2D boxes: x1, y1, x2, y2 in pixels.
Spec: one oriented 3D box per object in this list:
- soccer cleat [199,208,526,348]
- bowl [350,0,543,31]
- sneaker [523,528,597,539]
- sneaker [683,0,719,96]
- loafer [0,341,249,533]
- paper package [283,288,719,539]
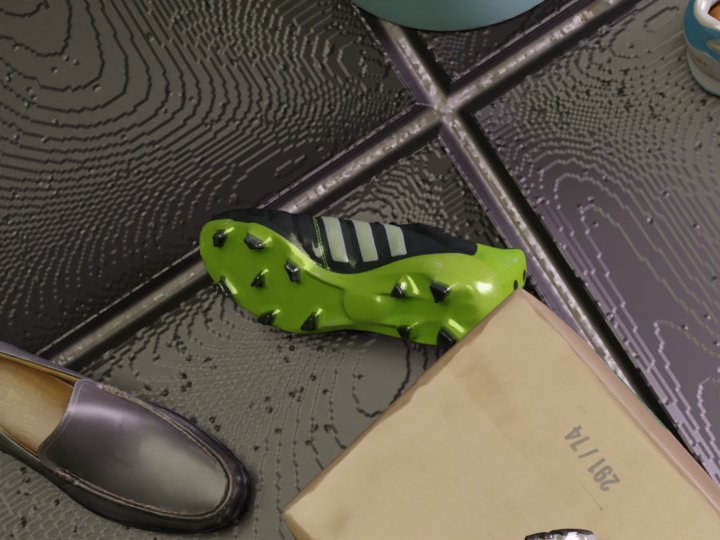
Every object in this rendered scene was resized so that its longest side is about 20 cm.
[{"bbox_3d":[0.000,0.000,1.280,0.199,0.081,0.068,12,118,31],"label":"soccer cleat"},{"bbox_3d":[0.046,-0.250,1.307,0.199,0.105,0.202,-3,76,12],"label":"bowl"},{"bbox_3d":[0.035,0.192,1.110,0.199,0.077,0.085,-21,78,6],"label":"sneaker"},{"bbox_3d":[0.277,-0.148,1.246,0.199,0.081,0.077,-16,72,6],"label":"sneaker"},{"bbox_3d":[-0.158,0.094,1.281,0.199,0.072,0.073,19,80,15],"label":"loafer"},{"bbox_3d":[0.092,0.147,1.200,0.191,0.103,0.200,-42,71,-1],"label":"paper package"}]
